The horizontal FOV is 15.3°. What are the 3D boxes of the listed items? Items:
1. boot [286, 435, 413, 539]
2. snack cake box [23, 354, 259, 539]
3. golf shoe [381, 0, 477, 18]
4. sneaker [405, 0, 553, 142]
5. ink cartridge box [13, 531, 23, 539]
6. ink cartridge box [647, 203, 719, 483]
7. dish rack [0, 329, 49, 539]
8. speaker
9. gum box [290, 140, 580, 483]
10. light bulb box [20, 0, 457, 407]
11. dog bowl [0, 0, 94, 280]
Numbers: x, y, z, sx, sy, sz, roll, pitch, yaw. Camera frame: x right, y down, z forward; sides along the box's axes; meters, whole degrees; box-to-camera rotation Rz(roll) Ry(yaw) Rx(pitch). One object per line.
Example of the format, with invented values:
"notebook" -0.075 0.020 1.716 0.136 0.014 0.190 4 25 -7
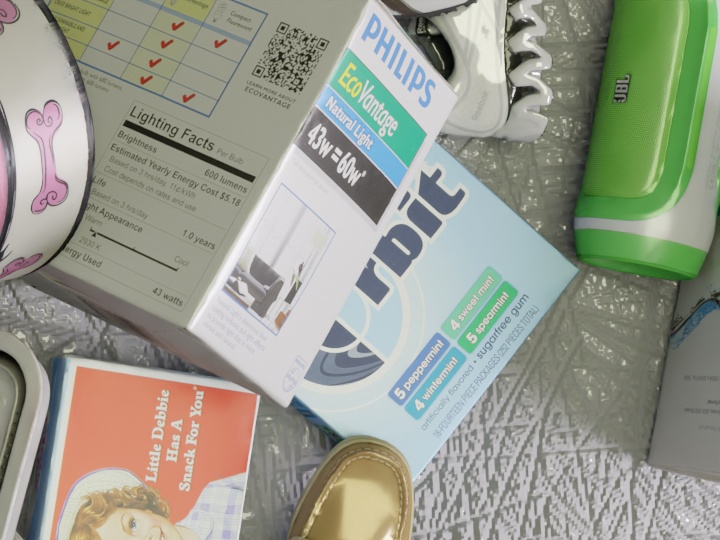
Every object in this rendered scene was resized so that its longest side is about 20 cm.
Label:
"boot" -0.021 0.195 1.473 0.073 0.155 0.200 23 94 -1
"snack cake box" -0.130 0.153 1.503 0.115 0.067 0.200 10 86 -14
"golf shoe" -0.012 -0.191 1.505 0.200 0.094 0.078 8 83 2
"sneaker" 0.067 -0.174 1.569 0.081 0.075 0.200 -2 89 -7
"ink cartridge box" -0.200 0.225 1.417 0.067 0.116 0.200 12 109 -44
"ink cartridge box" 0.276 0.038 1.583 0.147 0.145 0.200 12 85 -15
"dish rack" -0.243 0.115 1.380 0.171 0.044 0.200 16 91 26
"speaker" 0.181 -0.099 1.590 0.088 0.088 0.200 12 85 -16
"gum box" 0.000 0.000 1.556 0.200 0.045 0.170 42 79 -11
"light bulb box" -0.090 -0.066 1.441 0.200 0.198 0.125 -60 148 -9
"dog bowl" -0.233 -0.075 1.348 0.074 0.200 0.200 -34 99 -47
